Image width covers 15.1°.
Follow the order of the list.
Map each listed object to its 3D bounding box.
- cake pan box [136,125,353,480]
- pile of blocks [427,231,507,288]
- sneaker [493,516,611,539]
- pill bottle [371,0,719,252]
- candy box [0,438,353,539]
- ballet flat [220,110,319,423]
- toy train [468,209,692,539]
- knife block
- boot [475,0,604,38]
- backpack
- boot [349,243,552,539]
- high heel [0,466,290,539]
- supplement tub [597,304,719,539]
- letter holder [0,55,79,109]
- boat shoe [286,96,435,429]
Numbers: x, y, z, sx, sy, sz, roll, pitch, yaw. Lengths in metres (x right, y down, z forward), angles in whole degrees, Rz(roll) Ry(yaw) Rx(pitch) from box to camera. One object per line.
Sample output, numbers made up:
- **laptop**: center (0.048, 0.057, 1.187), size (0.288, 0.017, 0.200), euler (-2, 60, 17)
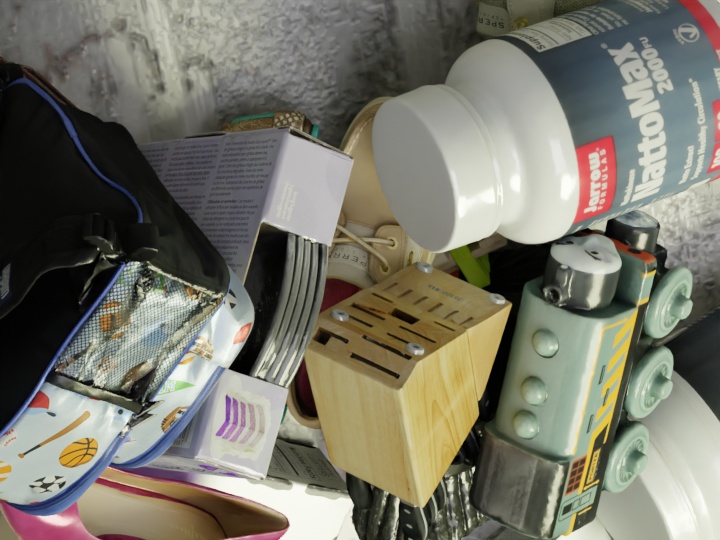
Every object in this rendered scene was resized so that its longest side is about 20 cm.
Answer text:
- **cake pan box**: center (-0.091, 0.017, 1.479), size (0.052, 0.200, 0.184), euler (19, 79, -30)
- **pile of blocks**: center (0.097, -0.039, 1.634), size (0.200, 0.082, 0.062), euler (-37, 122, -5)
- **sneaker**: center (0.096, 0.247, 1.768), size (0.200, 0.074, 0.116), euler (-38, 119, -5)
- **pill bottle**: center (0.114, -0.082, 1.530), size (0.200, 0.120, 0.120), euler (-21, 120, -24)
- **candy box**: center (-0.127, 0.176, 1.641), size (0.200, 0.072, 0.168), euler (14, 106, -27)
- **ballet flat**: center (-0.066, -0.002, 1.601), size (0.065, 0.071, 0.200), euler (8, 109, 3)
- **toy train**: center (0.127, 0.063, 1.576), size (0.114, 0.085, 0.200), euler (-22, 131, -53)
- **knife block**: center (0.017, 0.092, 1.522), size (0.200, 0.064, 0.176), euler (-28, 138, -62)
- **boot**: center (0.070, -0.206, 1.555), size (0.200, 0.072, 0.155), euler (-8, 118, -21)
- **backpack**: center (-0.164, 0.024, 1.385), size (0.191, 0.200, 0.154), euler (-49, 129, 8)
- **boot**: center (0.082, 0.078, 1.681), size (0.211, 0.079, 0.158), euler (-17, 113, -6)
- **high heel**: center (-0.123, 0.129, 1.501), size (0.096, 0.067, 0.200), euler (-23, 143, 19)
- **supplement tub**: center (0.244, 0.093, 1.714), size (0.200, 0.140, 0.140), euler (-31, 121, -15)
- **letter holder**: center (-0.238, -0.026, 1.486), size (0.200, 0.101, 0.142), euler (-47, 120, 2)
- **boat shoe**: center (0.000, 0.000, 1.564), size (0.074, 0.069, 0.200), euler (14, 101, 12)
